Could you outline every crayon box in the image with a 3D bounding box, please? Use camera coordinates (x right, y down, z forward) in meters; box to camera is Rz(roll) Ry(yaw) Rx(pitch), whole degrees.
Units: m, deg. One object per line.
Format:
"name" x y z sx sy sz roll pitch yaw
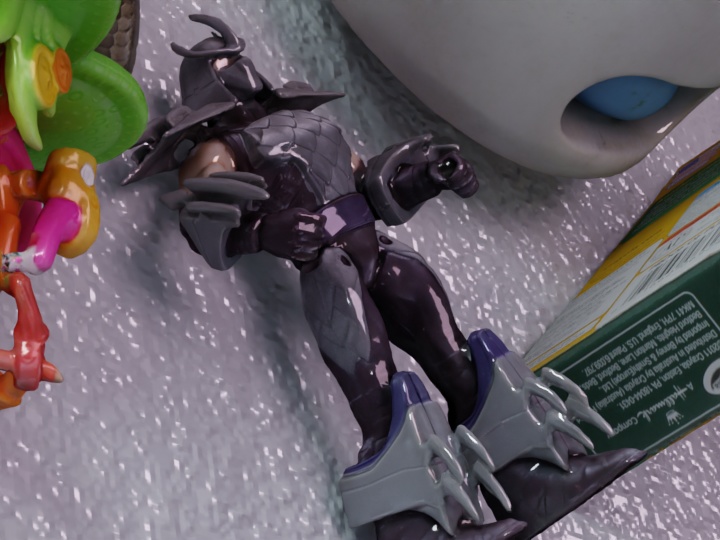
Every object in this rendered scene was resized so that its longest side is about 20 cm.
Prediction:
"crayon box" 0.140 -0.008 1.015 0.052 0.126 0.200 50 36 -5

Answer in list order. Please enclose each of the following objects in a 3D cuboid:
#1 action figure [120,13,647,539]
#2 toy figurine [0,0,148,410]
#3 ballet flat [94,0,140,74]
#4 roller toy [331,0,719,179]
"action figure" 0.000 0.000 0.904 0.130 0.069 0.201 -23 76 -48
"toy figurine" -0.130 0.011 0.732 0.200 0.149 0.185 43 44 -57
"ballet flat" -0.108 -0.136 0.805 0.046 0.067 0.201 -29 118 -34
"roller toy" 0.066 -0.133 1.023 0.200 0.140 0.183 36 29 -19
